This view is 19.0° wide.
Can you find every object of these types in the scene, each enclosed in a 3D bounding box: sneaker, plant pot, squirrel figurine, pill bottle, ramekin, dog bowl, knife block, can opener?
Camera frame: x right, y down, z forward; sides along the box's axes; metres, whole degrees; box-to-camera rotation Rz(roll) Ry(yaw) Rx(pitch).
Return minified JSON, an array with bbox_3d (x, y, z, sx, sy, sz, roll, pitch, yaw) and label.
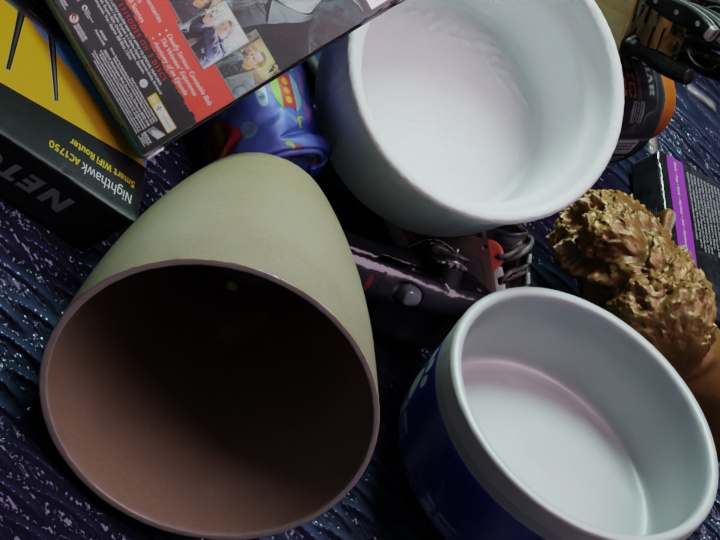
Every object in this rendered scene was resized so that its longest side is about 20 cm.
[{"bbox_3d":[0.088,0.007,1.500,0.201,0.082,0.077,60,37,-3],"label":"sneaker"},{"bbox_3d":[-0.073,0.021,1.246,0.187,0.187,0.200,46,26,-20],"label":"plant pot"},{"bbox_3d":[0.201,0.019,1.546,0.200,0.141,0.187,82,3,-51],"label":"squirrel figurine"},{"bbox_3d":[0.164,-0.135,1.658,0.200,0.106,0.107,-5,72,-51],"label":"pill bottle"},{"bbox_3d":[0.066,-0.118,1.431,0.200,0.098,0.201,6,76,-23],"label":"ramekin"},{"bbox_3d":[0.127,0.112,1.384,0.199,0.079,0.201,20,43,-20],"label":"dog bowl"},{"bbox_3d":[0.192,-0.197,1.589,0.199,0.064,0.176,19,16,0],"label":"knife block"},{"bbox_3d":[0.000,0.000,1.404,0.199,0.079,0.063,21,11,-31],"label":"can opener"}]

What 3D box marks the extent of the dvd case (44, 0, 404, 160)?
[{"bbox_3d":[-0.085,-0.178,1.281,0.200,0.022,0.146,-33,98,-15],"label":"dvd case"}]

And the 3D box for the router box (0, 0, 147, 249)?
[{"bbox_3d":[-0.208,-0.125,1.256,0.200,0.051,0.150,34,45,-34],"label":"router box"}]

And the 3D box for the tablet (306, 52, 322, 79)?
[{"bbox_3d":[-0.046,-0.236,1.550,0.201,0.014,0.130,60,37,-5],"label":"tablet"}]

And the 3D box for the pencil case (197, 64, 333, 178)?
[{"bbox_3d":[-0.074,-0.143,1.403,0.086,0.078,0.201,-6,71,-25],"label":"pencil case"}]

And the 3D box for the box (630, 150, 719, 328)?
[{"bbox_3d":[0.307,-0.001,1.803,0.200,0.036,0.144,22,53,-39],"label":"box"}]
